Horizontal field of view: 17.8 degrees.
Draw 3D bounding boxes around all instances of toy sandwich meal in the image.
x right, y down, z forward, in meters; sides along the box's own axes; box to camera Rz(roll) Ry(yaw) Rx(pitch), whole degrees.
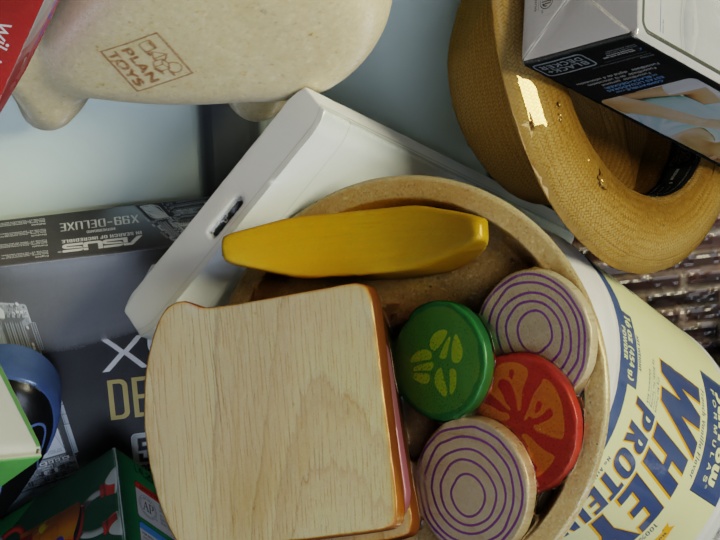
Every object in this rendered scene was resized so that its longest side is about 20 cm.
[{"bbox_3d":[0.003,0.052,0.959,0.205,0.205,0.070,-48,160,14],"label":"toy sandwich meal"}]

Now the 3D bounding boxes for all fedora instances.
[{"bbox_3d":[0.095,-0.095,1.039,0.082,0.201,0.201,-11,129,40],"label":"fedora"}]

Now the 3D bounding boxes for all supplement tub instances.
[{"bbox_3d":[0.092,0.073,1.082,0.145,0.145,0.200,-43,143,12],"label":"supplement tub"}]

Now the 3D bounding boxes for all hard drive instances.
[{"bbox_3d":[0.000,0.000,1.074,0.132,0.026,0.200,-50,141,15],"label":"hard drive"}]

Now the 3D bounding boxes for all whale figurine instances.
[{"bbox_3d":[-0.080,-0.131,1.009,0.199,0.104,0.159,-20,136,26],"label":"whale figurine"}]

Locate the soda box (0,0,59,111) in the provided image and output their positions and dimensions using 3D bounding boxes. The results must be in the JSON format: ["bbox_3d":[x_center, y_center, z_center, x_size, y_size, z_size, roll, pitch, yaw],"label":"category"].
[{"bbox_3d":[-0.139,-0.147,0.906,0.070,0.064,0.200,27,131,-7],"label":"soda box"}]

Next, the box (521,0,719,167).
[{"bbox_3d":[0.156,-0.116,1.003,0.060,0.117,0.200,-11,156,41],"label":"box"}]

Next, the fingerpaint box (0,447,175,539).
[{"bbox_3d":[-0.117,0.196,1.138,0.167,0.074,0.200,-33,132,19],"label":"fingerpaint box"}]

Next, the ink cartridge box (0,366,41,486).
[{"bbox_3d":[-0.256,0.071,0.993,0.200,0.147,0.083,-37,162,23],"label":"ink cartridge box"}]

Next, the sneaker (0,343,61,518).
[{"bbox_3d":[-0.205,0.124,1.058,0.070,0.078,0.200,34,108,-24],"label":"sneaker"}]

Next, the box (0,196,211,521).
[{"bbox_3d":[-0.151,0.053,1.104,0.199,0.050,0.158,-6,119,-8],"label":"box"}]
